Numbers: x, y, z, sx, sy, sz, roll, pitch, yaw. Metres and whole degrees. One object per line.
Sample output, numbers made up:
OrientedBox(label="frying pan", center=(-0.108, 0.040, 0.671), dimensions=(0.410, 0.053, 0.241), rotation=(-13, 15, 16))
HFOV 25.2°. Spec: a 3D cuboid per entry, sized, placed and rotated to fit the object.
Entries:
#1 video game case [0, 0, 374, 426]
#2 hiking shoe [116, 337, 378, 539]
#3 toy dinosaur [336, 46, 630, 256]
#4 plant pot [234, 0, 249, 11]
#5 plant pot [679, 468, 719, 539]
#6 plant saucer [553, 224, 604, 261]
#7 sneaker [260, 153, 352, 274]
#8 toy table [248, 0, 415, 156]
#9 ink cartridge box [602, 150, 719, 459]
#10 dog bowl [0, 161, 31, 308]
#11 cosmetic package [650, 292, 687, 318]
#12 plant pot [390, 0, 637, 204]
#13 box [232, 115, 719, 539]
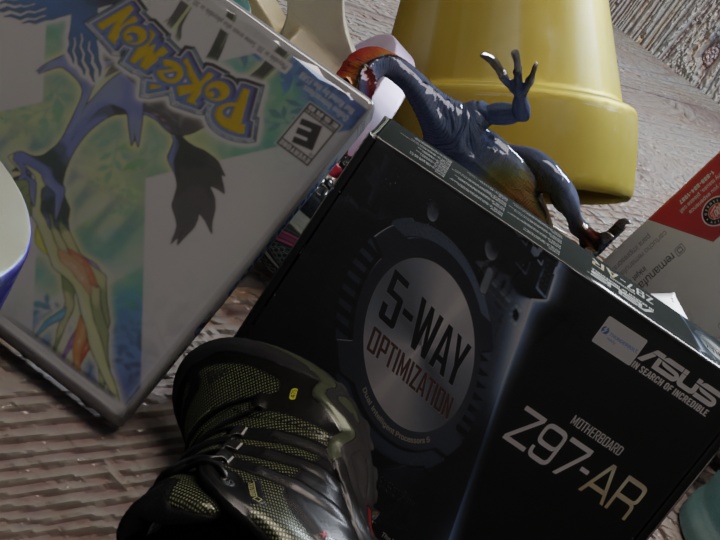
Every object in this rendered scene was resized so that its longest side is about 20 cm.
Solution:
OrientedBox(label="video game case", center=(-0.126, -0.062, 0.706), dimensions=(0.200, 0.182, 0.022), rotation=(36, -16, 6))
OrientedBox(label="hiking shoe", center=(-0.045, 0.085, 0.609), dimensions=(0.101, 0.076, 0.200), rotation=(24, 21, -37))
OrientedBox(label="toy dinosaur", center=(0.059, -0.055, 0.951), dimensions=(0.181, 0.105, 0.200), rotation=(44, -9, 7))
OrientedBox(label="plant pot", center=(-0.139, -0.109, 0.827), dimensions=(0.200, 0.134, 0.200), rotation=(30, 18, -11))
OrientedBox(label="plant pot", center=(0.311, 0.154, 0.954), dimensions=(0.200, 0.134, 0.200), rotation=(31, 18, -11))
OrientedBox(label="plant saucer", center=(0.153, 0.007, 1.218), dimensions=(0.200, 0.032, 0.200), rotation=(31, 19, -12))
OrientedBox(label="sneaker", center=(0.000, 0.000, 0.916), dimensions=(0.200, 0.075, 0.081), rotation=(48, 32, 2))
OrientedBox(label="toy table", center=(-0.052, -0.129, 1.014), dimensions=(0.117, 0.184, 0.200), rotation=(47, 6, -17))
OrientedBox(label="ink cartridge box", center=(0.277, 0.037, 1.116), dimensions=(0.084, 0.144, 0.200), rotation=(0, 49, -56))
OrientedBox(label="dog bowl", center=(-0.222, -0.024, 0.573), dimensions=(0.200, 0.079, 0.200), rotation=(31, 19, -12))
OrientedBox(label="cosmetic package", center=(0.093, 0.057, 0.833), dimensions=(0.200, 0.051, 0.083), rotation=(-1, 51, -31))
OrientedBox(label="plant pot", center=(0.098, -0.148, 1.138), dimensions=(0.201, 0.189, 0.201), rotation=(3, -1, 0))
OrientedBox(label="box", center=(0.047, 0.054, 0.711), dimensions=(0.200, 0.160, 0.044), rotation=(35, 18, -1))
